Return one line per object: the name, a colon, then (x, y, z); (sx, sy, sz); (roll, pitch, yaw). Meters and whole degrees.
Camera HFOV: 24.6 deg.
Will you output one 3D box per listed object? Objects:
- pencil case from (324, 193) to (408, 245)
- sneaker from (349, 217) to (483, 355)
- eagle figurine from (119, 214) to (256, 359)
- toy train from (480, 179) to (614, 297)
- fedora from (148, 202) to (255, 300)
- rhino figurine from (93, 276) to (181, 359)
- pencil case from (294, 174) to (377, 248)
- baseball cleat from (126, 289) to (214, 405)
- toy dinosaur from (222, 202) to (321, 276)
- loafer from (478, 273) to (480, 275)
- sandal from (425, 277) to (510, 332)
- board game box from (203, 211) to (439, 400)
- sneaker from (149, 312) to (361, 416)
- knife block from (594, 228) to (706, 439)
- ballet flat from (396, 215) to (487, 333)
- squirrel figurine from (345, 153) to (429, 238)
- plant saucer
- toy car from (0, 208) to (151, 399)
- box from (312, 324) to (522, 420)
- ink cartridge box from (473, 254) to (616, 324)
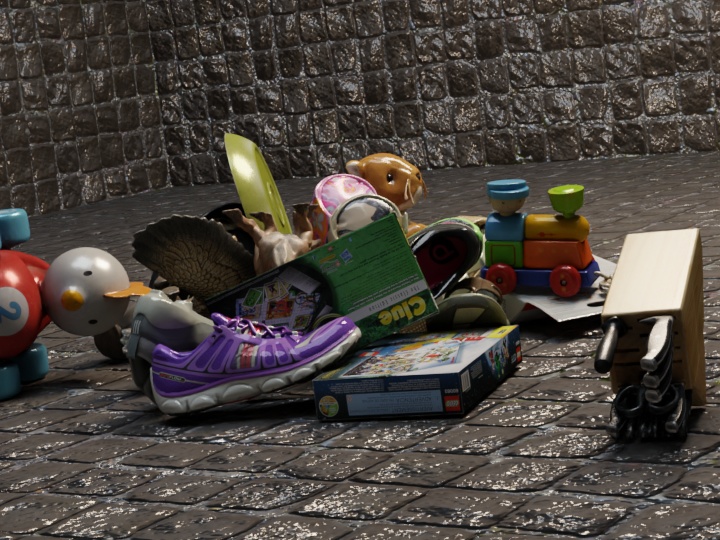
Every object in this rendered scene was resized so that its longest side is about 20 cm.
pencil case: (0.000, 0.000, 1.730); (0.089, 0.078, 0.200); (-9, -28, -13)
sneaker: (0.032, 0.012, 1.598); (0.200, 0.077, 0.084); (-38, 1, -2)
eagle figurine: (-0.161, 0.038, 1.731); (0.151, 0.152, 0.200); (-42, -16, 8)
toy train: (0.224, -0.037, 1.732); (0.198, 0.117, 0.085); (1, 15, 22)
fedora: (-0.161, 0.017, 1.955); (0.091, 0.202, 0.200); (35, 27, 23)
rhino figurine: (-0.212, 0.053, 1.858); (0.198, 0.088, 0.060); (-7, 28, 2)
pencil case: (-0.039, -0.016, 1.853); (0.087, 0.088, 0.201); (-11, -35, -31)
baseball cleat: (-0.162, 0.089, 1.610); (0.069, 0.107, 0.200); (8, -14, 40)
toy dinosaur: (-0.081, 0.004, 1.677); (0.085, 0.137, 0.200); (-6, 0, 7)
loafer: (0.125, 0.014, 1.884); (0.199, 0.070, 0.075); (-13, 10, -36)
sandal: (0.108, 0.037, 1.645); (0.079, 0.058, 0.201); (1, -6, 8)
board game box: (-0.036, 0.034, 1.552); (0.199, 0.105, 0.023); (-24, -3, 4)
sneaker: (-0.098, 0.073, 1.500); (0.198, 0.084, 0.081); (-15, -2, 3)
knife block: (0.223, 0.038, 1.275); (0.063, 0.202, 0.176); (-4, -21, 18)
ballet flat: (0.099, 0.002, 1.789); (0.065, 0.071, 0.200); (-11, 33, 37)
squirrel figurine: (0.002, -0.044, 1.977); (0.199, 0.188, 0.141); (-3, 9, 31)
plant saucer: (-0.113, -0.074, 1.972); (0.031, 0.201, 0.200); (-19, 7, 4)
toy car: (-0.320, 0.028, 1.751); (0.198, 0.186, 0.177); (-6, 8, 9)
box: (0.056, 0.091, 1.500); (0.136, 0.038, 0.200); (-5, 8, 22)
ink cartridge box: (0.233, 0.035, 1.783); (0.159, 0.048, 0.200); (-9, 17, -21)
